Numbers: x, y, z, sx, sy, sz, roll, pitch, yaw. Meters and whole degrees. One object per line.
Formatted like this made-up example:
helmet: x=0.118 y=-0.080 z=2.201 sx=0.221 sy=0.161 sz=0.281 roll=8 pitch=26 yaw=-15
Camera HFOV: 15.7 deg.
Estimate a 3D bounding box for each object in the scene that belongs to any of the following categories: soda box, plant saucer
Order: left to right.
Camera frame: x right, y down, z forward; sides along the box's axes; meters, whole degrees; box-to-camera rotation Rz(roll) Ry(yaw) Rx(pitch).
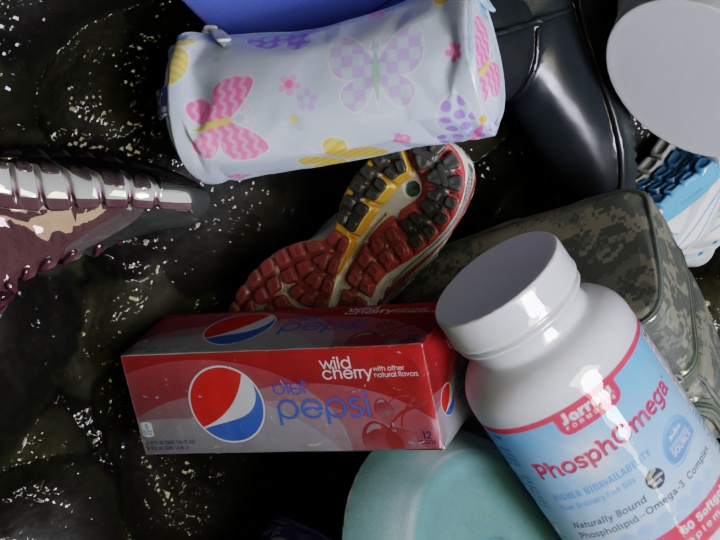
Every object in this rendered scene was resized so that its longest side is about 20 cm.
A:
soda box: x=-0.036 y=0.064 z=1.533 sx=0.063 sy=0.199 sz=0.070 roll=-46 pitch=128 yaw=-58
plant saucer: x=0.075 y=0.179 z=1.509 sx=0.199 sy=0.036 sz=0.201 roll=24 pitch=53 yaw=-35

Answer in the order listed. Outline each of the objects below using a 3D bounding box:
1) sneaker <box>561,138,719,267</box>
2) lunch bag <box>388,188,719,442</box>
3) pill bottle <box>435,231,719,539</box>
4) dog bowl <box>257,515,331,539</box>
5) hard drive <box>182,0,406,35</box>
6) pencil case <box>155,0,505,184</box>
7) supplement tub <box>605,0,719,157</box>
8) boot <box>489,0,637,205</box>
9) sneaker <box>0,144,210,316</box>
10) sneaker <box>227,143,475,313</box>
sneaker: x=0.198 y=-0.026 z=1.734 sx=0.200 sy=0.075 sz=0.087 roll=-35 pitch=125 yaw=-19
lunch bag: x=0.133 y=0.064 z=1.639 sx=0.199 sy=0.140 sz=0.168 roll=-21 pitch=133 yaw=14
pill bottle: x=0.129 y=0.080 z=1.491 sx=0.109 sy=0.109 sz=0.200 roll=-42 pitch=112 yaw=-17
dog bowl: x=0.010 y=0.234 z=1.595 sx=0.200 sy=0.200 sz=0.079 roll=38 pitch=79 yaw=-32
hard drive: x=-0.061 y=-0.199 z=1.510 sx=0.200 sy=0.132 sz=0.025 roll=44 pitch=33 yaw=-30
pencil case: x=-0.015 y=-0.107 z=1.517 sx=0.083 sy=0.199 sz=0.091 roll=39 pitch=45 yaw=-69
supplement tub: x=0.249 y=-0.181 z=1.652 sx=0.145 sy=0.144 sz=0.200 roll=57 pitch=47 yaw=-27
boot: x=0.078 y=-0.108 z=1.636 sx=0.167 sy=0.076 sz=0.201 roll=-22 pitch=108 yaw=-28
sneaker: x=-0.189 y=-0.010 z=1.503 sx=0.199 sy=0.076 sz=0.116 roll=4 pitch=104 yaw=-22
sneaker: x=0.000 y=0.000 z=1.589 sx=0.200 sy=0.082 sz=0.078 roll=-43 pitch=79 yaw=16
